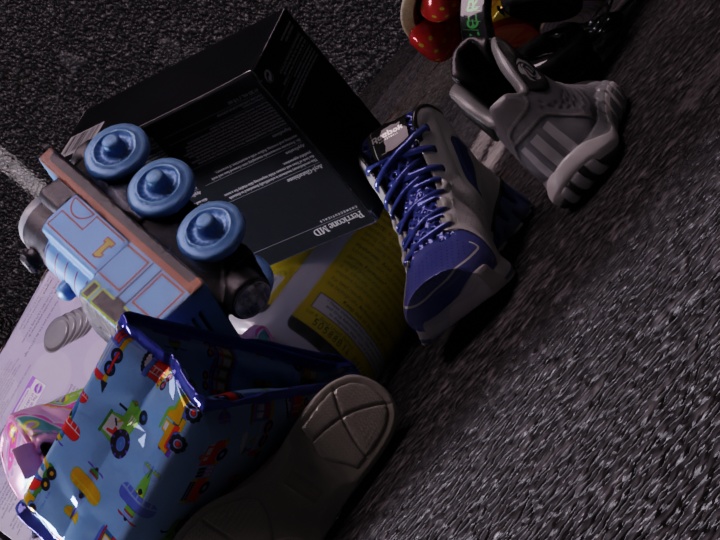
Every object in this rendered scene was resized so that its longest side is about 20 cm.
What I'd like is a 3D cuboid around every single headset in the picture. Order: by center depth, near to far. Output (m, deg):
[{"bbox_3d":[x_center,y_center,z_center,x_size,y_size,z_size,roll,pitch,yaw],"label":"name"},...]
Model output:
[{"bbox_3d":[0.133,-0.181,1.577,0.094,0.124,0.199,-9,4,41],"label":"headset"}]

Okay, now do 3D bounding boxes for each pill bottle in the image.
[{"bbox_3d":[0.000,0.000,1.485,0.200,0.111,0.111,-53,7,-20],"label":"pill bottle"}]

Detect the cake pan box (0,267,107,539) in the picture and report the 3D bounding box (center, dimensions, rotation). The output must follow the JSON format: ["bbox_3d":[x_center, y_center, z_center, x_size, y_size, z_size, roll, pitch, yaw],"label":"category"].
[{"bbox_3d":[-0.212,0.124,1.563,0.052,0.184,0.201,33,-95,-53],"label":"cake pan box"}]

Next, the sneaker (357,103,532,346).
[{"bbox_3d":[0.042,-0.038,1.352,0.080,0.115,0.200,-37,12,22],"label":"sneaker"}]

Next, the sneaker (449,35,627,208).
[{"bbox_3d":[0.110,-0.116,1.354,0.075,0.115,0.200,-49,7,13],"label":"sneaker"}]

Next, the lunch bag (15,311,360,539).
[{"bbox_3d":[-0.088,0.118,1.295,0.199,0.094,0.151,8,-61,-51],"label":"lunch bag"}]

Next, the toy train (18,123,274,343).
[{"bbox_3d":[-0.143,-0.013,1.337,0.114,0.200,0.087,-42,-38,-13],"label":"toy train"}]

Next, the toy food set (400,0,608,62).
[{"bbox_3d":[0.129,-0.223,1.667,0.200,0.197,0.049,-50,49,49],"label":"toy food set"}]

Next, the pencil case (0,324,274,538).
[{"bbox_3d":[-0.137,0.104,1.363,0.199,0.088,0.087,-18,-7,-24],"label":"pencil case"}]

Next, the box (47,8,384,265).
[{"bbox_3d":[-0.093,-0.074,1.439,0.199,0.141,0.079,-21,29,36],"label":"box"}]

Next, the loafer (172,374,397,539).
[{"bbox_3d":[-0.050,0.150,1.248,0.200,0.072,0.063,-47,-12,-21],"label":"loafer"}]
